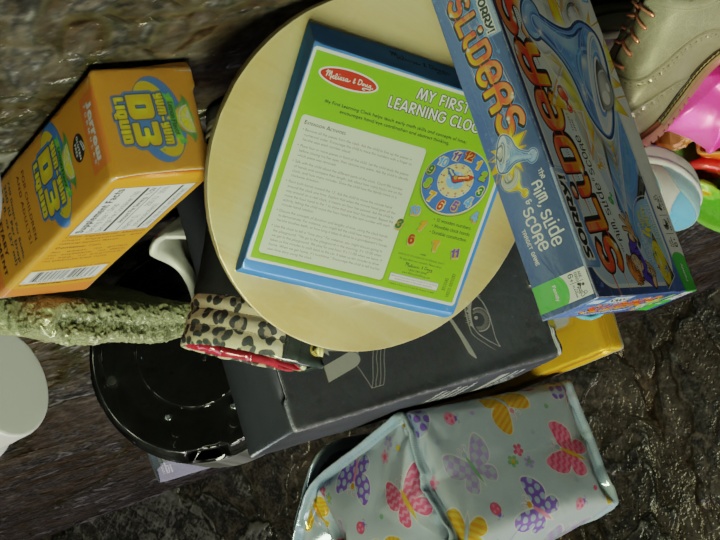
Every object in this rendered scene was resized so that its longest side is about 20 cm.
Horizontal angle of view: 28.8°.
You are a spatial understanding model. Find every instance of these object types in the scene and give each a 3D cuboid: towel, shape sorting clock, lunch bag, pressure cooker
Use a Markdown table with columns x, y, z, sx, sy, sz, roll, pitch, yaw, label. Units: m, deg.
| x | y | z | sx | sy | sz | roll | pitch | yaw | label |
| --- | --- | --- | --- | --- | --- | --- | --- | --- | --- |
| -0.215 | 0.025 | 0.977 | 0.147 | 0.037 | 0.200 | 11 | -178 | 21 | towel |
| 0.008 | -0.053 | 0.771 | 0.199 | 0.202 | 0.039 | -14 | -156 | -19 | shape sorting clock |
| 0.054 | 0.168 | 1.022 | 0.169 | 0.128 | 0.200 | -8 | 156 | -36 | lunch bag |
| -0.125 | 0.076 | 1.161 | 0.177 | 0.177 | 0.200 | -21 | 169 | 0 | pressure cooker |

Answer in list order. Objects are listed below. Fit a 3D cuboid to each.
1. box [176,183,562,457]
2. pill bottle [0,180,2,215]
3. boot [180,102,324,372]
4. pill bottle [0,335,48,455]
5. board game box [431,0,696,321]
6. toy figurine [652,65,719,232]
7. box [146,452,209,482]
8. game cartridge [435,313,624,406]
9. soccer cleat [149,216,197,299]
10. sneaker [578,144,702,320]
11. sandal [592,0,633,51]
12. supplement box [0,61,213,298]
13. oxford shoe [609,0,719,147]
| x | y | z | sx | sy | sz | roll | pitch | yaw | label |
| --- | --- | --- | --- | --- | --- | --- | --- | --- | --- |
| 0.000 | 0.000 | 0.950 | 0.199 | 0.198 | 0.117 | -13 | 169 | -22 | box |
| -0.258 | -0.010 | 0.707 | 0.108 | 0.110 | 0.200 | -11 | 167 | -34 | pill bottle |
| -0.004 | -0.011 | 0.837 | 0.202 | 0.155 | 0.074 | 10 | 166 | -2 | boot |
| -0.367 | 0.126 | 1.190 | 0.199 | 0.114 | 0.113 | -25 | 167 | 28 | pill bottle |
| 0.106 | -0.075 | 0.744 | 0.034 | 0.201 | 0.135 | -25 | 168 | 32 | board game box |
| 0.246 | -0.123 | 1.040 | 0.199 | 0.151 | 0.184 | 4 | 167 | 31 | toy figurine |
| -0.133 | 0.105 | 1.337 | 0.157 | 0.051 | 0.200 | -18 | -149 | -4 | box |
| 0.093 | -0.007 | 1.058 | 0.176 | 0.202 | 0.032 | -27 | 162 | 36 | game cartridge |
| -0.074 | 0.036 | 1.014 | 0.069 | 0.200 | 0.085 | -48 | 166 | 33 | soccer cleat |
| 0.172 | -0.022 | 0.952 | 0.199 | 0.132 | 0.079 | 12 | 148 | -39 | sneaker |
| 0.111 | -0.126 | 0.877 | 0.200 | 0.058 | 0.080 | -13 | 168 | -26 | sandal |
| -0.157 | -0.047 | 0.808 | 0.068 | 0.067 | 0.200 | -6 | 163 | -37 | supplement box |
| 0.170 | -0.134 | 0.841 | 0.200 | 0.071 | 0.074 | -41 | 129 | 1 | oxford shoe |
